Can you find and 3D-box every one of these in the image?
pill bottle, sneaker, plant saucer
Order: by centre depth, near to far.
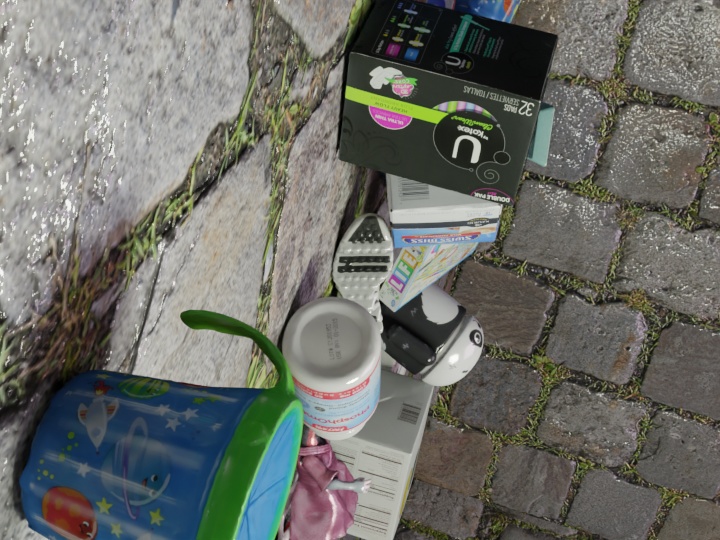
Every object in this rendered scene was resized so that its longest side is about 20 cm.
[{"bbox_3d":[-0.030,0.121,1.225,0.200,0.108,0.109,88,19,-61],"label":"pill bottle"},{"bbox_3d":[0.184,-0.178,1.306,0.200,0.019,0.070,-129,-137,-70],"label":"plant saucer"},{"bbox_3d":[0.000,0.000,1.376,0.081,0.075,0.201,-89,-174,-48],"label":"sneaker"}]

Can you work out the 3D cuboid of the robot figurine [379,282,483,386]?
[{"bbox_3d":[0.084,0.075,1.548,0.150,0.200,0.125,-51,180,-28],"label":"robot figurine"}]

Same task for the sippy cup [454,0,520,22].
[{"bbox_3d":[0.135,-0.333,1.312,0.178,0.139,0.131,57,43,-47],"label":"sippy cup"}]

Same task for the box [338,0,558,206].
[{"bbox_3d":[0.091,-0.183,1.147,0.149,0.199,0.125,97,11,-47],"label":"box"}]

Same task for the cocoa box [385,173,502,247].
[{"bbox_3d":[0.095,-0.143,1.298,0.131,0.133,0.201,81,6,-72],"label":"cocoa box"}]

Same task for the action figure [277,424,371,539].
[{"bbox_3d":[-0.061,0.254,1.406,0.134,0.148,0.201,-97,175,-56],"label":"action figure"}]

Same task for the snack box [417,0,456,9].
[{"bbox_3d":[0.089,-0.379,1.213,0.024,0.072,0.201,-47,152,-75],"label":"snack box"}]

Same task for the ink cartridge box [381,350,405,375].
[{"bbox_3d":[0.025,0.145,1.704,0.200,0.082,0.147,94,15,-54],"label":"ink cartridge box"}]

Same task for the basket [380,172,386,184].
[{"bbox_3d":[0.097,-0.119,1.502,0.176,0.138,0.201,43,60,-77],"label":"basket"}]

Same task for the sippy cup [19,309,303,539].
[{"bbox_3d":[-0.114,0.119,0.611,0.178,0.130,0.140,-63,167,-51],"label":"sippy cup"}]

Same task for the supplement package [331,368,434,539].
[{"bbox_3d":[0.007,0.265,1.577,0.152,0.150,0.201,-64,167,-52],"label":"supplement package"}]

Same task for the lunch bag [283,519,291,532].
[{"bbox_3d":[-0.098,0.452,1.511,0.176,0.082,0.201,-58,164,-74],"label":"lunch bag"}]

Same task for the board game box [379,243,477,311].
[{"bbox_3d":[0.114,-0.039,1.449,0.200,0.034,0.135,-34,159,-44],"label":"board game box"}]
